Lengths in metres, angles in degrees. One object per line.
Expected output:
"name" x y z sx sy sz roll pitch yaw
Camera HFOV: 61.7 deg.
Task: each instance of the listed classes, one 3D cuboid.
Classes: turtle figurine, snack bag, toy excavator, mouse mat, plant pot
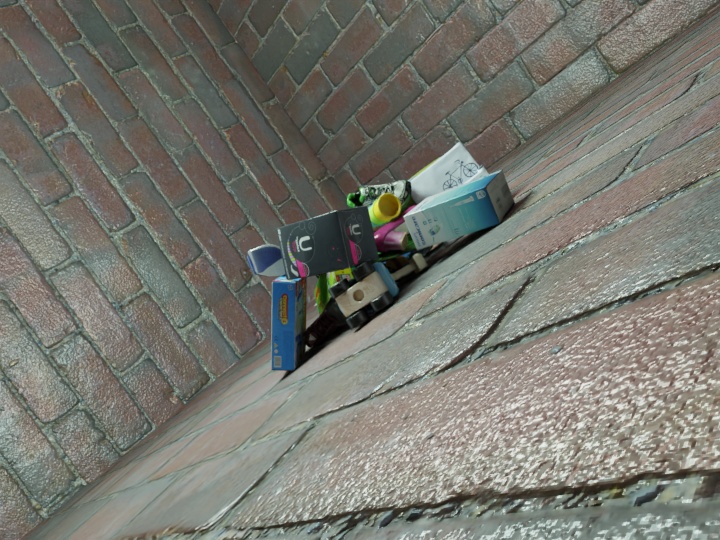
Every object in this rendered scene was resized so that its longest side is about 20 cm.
"turtle figurine" 0.084 -0.021 1.460 0.198 0.102 0.149 -23 27 -31
"snack bag" 0.229 -0.191 1.464 0.188 0.201 0.021 -36 -16 8
"toy excavator" 0.046 0.027 1.307 0.193 0.101 0.200 -35 -5 14
"mouse mat" 0.064 -0.052 1.397 0.197 0.008 0.161 -20 18 -14
"plant pot" 0.159 -0.164 1.571 0.198 0.189 0.187 -26 2 -3

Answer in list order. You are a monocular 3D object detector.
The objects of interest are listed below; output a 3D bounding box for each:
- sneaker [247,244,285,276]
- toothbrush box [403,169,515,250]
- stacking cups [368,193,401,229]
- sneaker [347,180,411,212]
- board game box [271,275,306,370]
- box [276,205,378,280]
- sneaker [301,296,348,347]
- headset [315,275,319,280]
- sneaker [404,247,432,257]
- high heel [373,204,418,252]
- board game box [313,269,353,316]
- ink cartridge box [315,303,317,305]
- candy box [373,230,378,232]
"sneaker" -0.187 -0.025 1.498 0.197 0.082 0.115 -14 -5 -28
"toothbrush box" 0.213 -0.130 1.300 0.198 0.086 0.146 -17 14 32
"stacking cups" 0.038 -0.128 1.462 0.060 0.061 0.200 -38 1 -20
"sneaker" 0.046 -0.177 1.492 0.198 0.085 0.079 -17 60 43
"board game box" -0.168 0.115 1.434 0.055 0.204 0.196 2 6 2
"box" -0.074 -0.058 1.318 0.198 0.124 0.105 -12 2 41
"sneaker" -0.080 0.132 1.397 0.115 0.076 0.200 -43 -6 -17
"headset" -0.026 -0.028 1.627 0.200 0.094 0.124 -45 11 5
"sneaker" 0.112 -0.051 1.627 0.198 0.090 0.079 -31 4 13
"high heel" 0.082 -0.101 1.411 0.094 0.068 0.201 3 37 22
"board game box" -0.069 0.045 1.527 0.047 0.103 0.201 -5 -32 -20
"ink cartridge box" -0.040 0.075 1.715 0.117 0.068 0.200 -38 4 -32
"candy box" 0.000 0.000 1.540 0.101 0.026 0.202 -21 -46 -36
